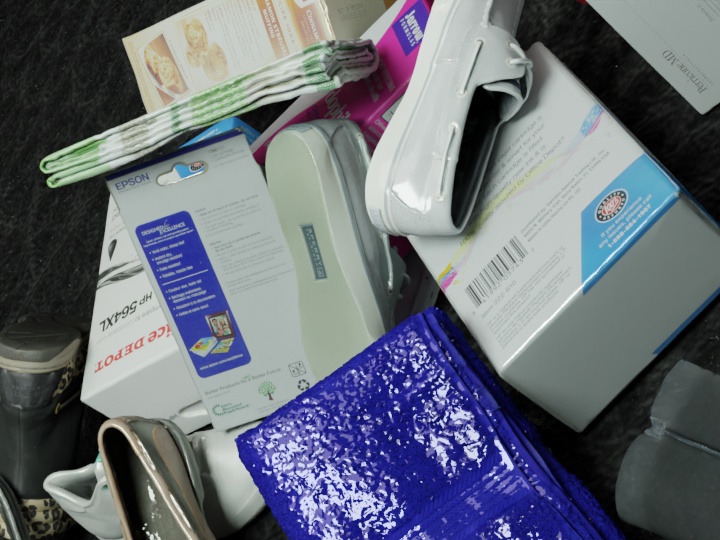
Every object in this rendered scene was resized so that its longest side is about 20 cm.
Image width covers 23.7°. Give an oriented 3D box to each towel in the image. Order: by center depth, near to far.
[{"bbox_3d":[0.040,0.126,0.914,0.147,0.050,0.200,-34,64,-9],"label":"towel"},{"bbox_3d":[-0.090,-0.098,1.094,0.199,0.031,0.149,-21,3,14],"label":"towel"}]

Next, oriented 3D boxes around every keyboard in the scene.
[{"bbox_3d":[0.013,0.071,1.143,0.056,0.011,0.201,-9,55,51],"label":"keyboard"}]

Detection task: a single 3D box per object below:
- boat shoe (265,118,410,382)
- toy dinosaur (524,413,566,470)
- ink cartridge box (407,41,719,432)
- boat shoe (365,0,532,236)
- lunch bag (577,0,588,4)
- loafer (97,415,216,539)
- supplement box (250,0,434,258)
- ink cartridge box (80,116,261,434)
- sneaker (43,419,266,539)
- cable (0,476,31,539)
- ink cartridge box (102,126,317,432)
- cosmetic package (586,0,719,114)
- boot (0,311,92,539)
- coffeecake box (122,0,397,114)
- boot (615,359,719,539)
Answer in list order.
[{"bbox_3d":[-0.001,0.000,1.095,0.070,0.071,0.202,-2,106,49],"label":"boat shoe"},{"bbox_3d":[0.043,0.132,1.014,0.136,0.102,0.200,-50,15,-19],"label":"toy dinosaur"},{"bbox_3d":[0.117,-0.026,1.033,0.145,0.085,0.200,-46,37,11],"label":"ink cartridge box"},{"bbox_3d":[0.068,-0.110,1.035,0.068,0.072,0.201,12,62,31],"label":"boat shoe"},{"bbox_3d":[0.138,-0.259,1.097,0.176,0.200,0.082,-13,51,46],"label":"lunch bag"},{"bbox_3d":[-0.123,0.185,1.100,0.072,0.063,0.201,-31,66,17],"label":"loafer"},{"bbox_3d":[0.010,-0.079,1.178,0.200,0.103,0.101,-42,31,14],"label":"supplement box"},{"bbox_3d":[-0.122,0.008,1.280,0.146,0.084,0.201,-28,43,32],"label":"ink cartridge box"},{"bbox_3d":[-0.139,0.143,1.189,0.199,0.088,0.076,-24,44,35],"label":"sneaker"},{"bbox_3d":[-0.232,0.228,1.194,0.097,0.050,0.201,-23,84,25],"label":"cable"},{"bbox_3d":[-0.085,0.003,1.127,0.099,0.201,0.039,-17,25,7],"label":"ink cartridge box"},{"bbox_3d":[0.197,-0.196,0.979,0.150,0.200,0.052,-36,39,23],"label":"cosmetic package"},{"bbox_3d":[-0.233,0.113,1.312,0.200,0.073,0.152,-55,-30,-84],"label":"boot"},{"bbox_3d":[-0.053,-0.184,1.292,0.199,0.153,0.074,-16,95,41],"label":"coffeecake box"},{"bbox_3d":[0.191,0.143,0.832,0.165,0.066,0.200,-51,38,-9],"label":"boot"}]
